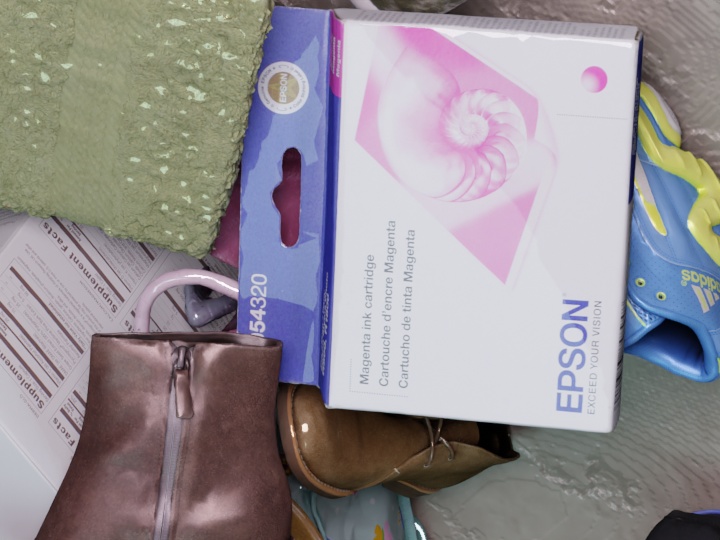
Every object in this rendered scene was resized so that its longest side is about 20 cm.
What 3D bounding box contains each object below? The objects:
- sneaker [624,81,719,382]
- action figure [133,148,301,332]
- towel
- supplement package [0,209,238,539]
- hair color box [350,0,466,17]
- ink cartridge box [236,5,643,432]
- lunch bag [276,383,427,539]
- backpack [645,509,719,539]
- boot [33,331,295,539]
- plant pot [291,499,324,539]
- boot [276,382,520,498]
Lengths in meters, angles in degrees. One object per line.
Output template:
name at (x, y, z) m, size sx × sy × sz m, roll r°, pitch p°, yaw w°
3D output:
sneaker at (0.134, -0.024, 1.409) m, size 0.200 × 0.105 × 0.076 m, roll 43°, pitch 133°, yaw -12°
action figure at (0.000, 0.000, 1.438) m, size 0.199 × 0.149 × 0.134 m, roll 19°, pitch 130°, yaw 26°
towel at (-0.120, -0.095, 1.360) m, size 0.148 × 0.037 × 0.201 m, roll 14°, pitch 133°, yaw 2°
supplement package at (-0.184, 0.044, 1.526) m, size 0.151 × 0.200 × 0.151 m, roll -17°, pitch 119°, yaw 41°
hair color box at (-0.006, -0.216, 1.352) m, size 0.099 × 0.061 × 0.200 m, roll -28°, pitch 111°, yaw 40°
ink cartridge box at (0.034, -0.026, 1.370) m, size 0.199 × 0.043 × 0.197 m, roll 4°, pitch 104°, yaw 8°
lunch bag at (-0.055, 0.166, 1.649) m, size 0.170 × 0.122 × 0.201 m, roll 1°, pitch 129°, yaw 25°
backpack at (0.221, 0.228, 1.533) m, size 0.190 × 0.200 × 0.154 m, roll 28°, pitch 147°, yaw 7°
boot at (-0.133, 0.112, 1.402) m, size 0.199 × 0.072 × 0.167 m, roll -2°, pitch 101°, yaw -3°
plant pot at (-0.112, 0.203, 1.518) m, size 0.200 × 0.187 × 0.186 m, roll -36°, pitch 107°, yaw 23°
boot at (0.022, 0.085, 1.525) m, size 0.075 × 0.200 × 0.074 m, roll -12°, pitch 78°, yaw 27°
